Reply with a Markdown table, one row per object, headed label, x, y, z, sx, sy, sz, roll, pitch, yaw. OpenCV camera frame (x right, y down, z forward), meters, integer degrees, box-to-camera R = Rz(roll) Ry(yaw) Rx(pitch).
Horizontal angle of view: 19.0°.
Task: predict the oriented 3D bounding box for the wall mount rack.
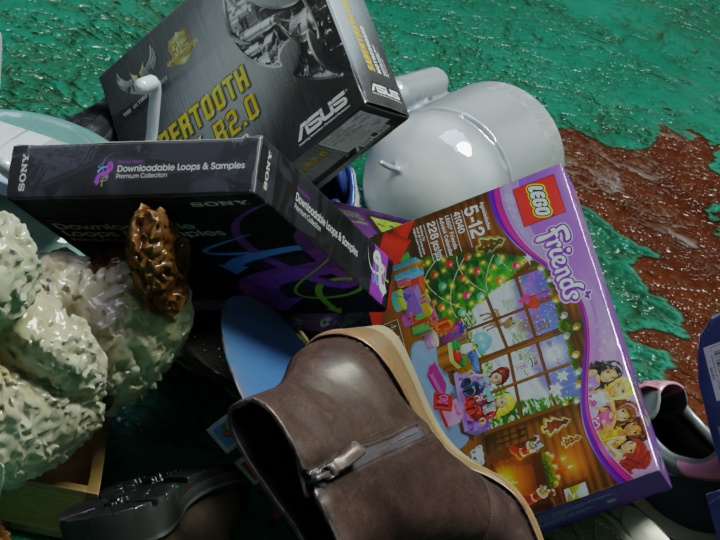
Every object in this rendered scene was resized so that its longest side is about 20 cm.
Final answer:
| label | x | y | z | sx | sy | sz | roll | pitch | yaw |
| --- | --- | --- | --- | --- | --- | --- | --- | --- | --- |
| wall mount rack | -0.208 | -0.078 | 1.233 | 0.199 | 0.075 | 0.174 | 18 | 30 | 18 |

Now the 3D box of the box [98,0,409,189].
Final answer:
| label | x | y | z | sx | sy | sz | roll | pitch | yaw |
| --- | --- | --- | --- | --- | --- | --- | --- | --- | --- |
| box | -0.074 | -0.115 | 1.419 | 0.048 | 0.200 | 0.159 | 11 | 51 | -49 |

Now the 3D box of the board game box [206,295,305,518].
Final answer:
| label | x | y | z | sx | sy | sz | roll | pitch | yaw |
| --- | --- | --- | --- | --- | --- | --- | --- | --- | --- |
| board game box | -0.028 | 0.106 | 1.178 | 0.200 | 0.039 | 0.158 | 52 | 13 | -15 |

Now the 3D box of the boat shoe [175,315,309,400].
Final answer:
| label | x | y | z | sx | sy | sz | roll | pitch | yaw |
| --- | --- | --- | --- | --- | --- | --- | --- | --- | --- |
| boat shoe | -0.093 | 0.026 | 1.301 | 0.201 | 0.072 | 0.060 | 37 | -12 | 22 |

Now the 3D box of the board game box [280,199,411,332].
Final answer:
| label | x | y | z | sx | sy | sz | roll | pitch | yaw |
| --- | --- | --- | --- | --- | --- | --- | --- | --- | --- |
| board game box | 0.000 | 0.000 | 1.355 | 0.199 | 0.032 | 0.120 | 13 | 27 | -46 |

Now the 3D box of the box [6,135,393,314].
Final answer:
| label | x | y | z | sx | sy | sz | roll | pitch | yaw |
| --- | --- | --- | --- | --- | --- | --- | --- | --- | --- |
| box | -0.082 | -0.020 | 1.163 | 0.142 | 0.036 | 0.200 | -1 | -20 | 21 |

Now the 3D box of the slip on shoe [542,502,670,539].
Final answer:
| label | x | y | z | sx | sy | sz | roll | pitch | yaw |
| --- | --- | --- | --- | --- | --- | --- | --- | --- | --- |
| slip on shoe | 0.127 | 0.149 | 1.232 | 0.200 | 0.061 | 0.076 | 45 | -5 | 24 |

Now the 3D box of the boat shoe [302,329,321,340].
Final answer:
| label | x | y | z | sx | sy | sz | roll | pitch | yaw |
| --- | --- | --- | --- | --- | --- | --- | --- | --- | --- |
| boat shoe | -0.080 | 0.020 | 1.364 | 0.199 | 0.072 | 0.076 | 20 | 38 | 8 |

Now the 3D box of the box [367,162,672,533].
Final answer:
| label | x | y | z | sx | sy | sz | roll | pitch | yaw |
| --- | --- | --- | --- | --- | --- | --- | --- | --- | --- |
| box | 0.083 | 0.052 | 1.230 | 0.136 | 0.039 | 0.201 | -21 | 63 | 11 |

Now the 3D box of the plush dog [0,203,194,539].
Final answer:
| label | x | y | z | sx | sy | sz | roll | pitch | yaw |
| --- | --- | --- | --- | --- | --- | --- | --- | --- | --- |
| plush dog | -0.159 | 0.044 | 1.102 | 0.171 | 0.200 | 0.161 | -30 | 90 | -32 |

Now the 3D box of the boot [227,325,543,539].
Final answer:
| label | x | y | z | sx | sy | sz | roll | pitch | yaw |
| --- | --- | --- | --- | --- | --- | --- | --- | --- | --- |
| boot | 0.015 | 0.128 | 1.094 | 0.201 | 0.072 | 0.166 | 59 | 27 | -1 |

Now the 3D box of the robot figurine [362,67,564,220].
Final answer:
| label | x | y | z | sx | sy | sz | roll | pitch | yaw |
| --- | --- | --- | --- | --- | --- | --- | --- | --- | --- |
| robot figurine | 0.075 | -0.072 | 1.569 | 0.170 | 0.113 | 0.200 | 55 | 34 | 2 |

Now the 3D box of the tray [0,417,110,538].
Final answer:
| label | x | y | z | sx | sy | sz | roll | pitch | yaw |
| --- | --- | --- | --- | --- | --- | --- | --- | --- | --- |
| tray | -0.191 | 0.077 | 1.221 | 0.098 | 0.037 | 0.200 | 12 | 25 | -7 |

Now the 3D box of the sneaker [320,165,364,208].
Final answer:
| label | x | y | z | sx | sy | sz | roll | pitch | yaw |
| --- | --- | --- | --- | --- | --- | --- | --- | --- | --- |
| sneaker | -0.024 | -0.049 | 1.503 | 0.075 | 0.089 | 0.200 | 11 | 25 | -6 |

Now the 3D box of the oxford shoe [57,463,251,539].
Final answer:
| label | x | y | z | sx | sy | sz | roll | pitch | yaw |
| --- | --- | --- | --- | --- | --- | --- | --- | --- | --- |
| oxford shoe | -0.100 | 0.147 | 1.105 | 0.072 | 0.085 | 0.200 | -13 | 2 | 16 |

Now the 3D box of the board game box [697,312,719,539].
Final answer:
| label | x | y | z | sx | sy | sz | roll | pitch | yaw |
| --- | --- | --- | --- | --- | --- | --- | --- | --- | --- |
| board game box | 0.283 | 0.122 | 1.268 | 0.199 | 0.062 | 0.201 | 2 | 70 | -47 |

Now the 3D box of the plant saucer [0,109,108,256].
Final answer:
| label | x | y | z | sx | sy | sz | roll | pitch | yaw |
| --- | --- | --- | --- | --- | --- | --- | --- | --- | --- |
| plant saucer | -0.218 | -0.062 | 1.327 | 0.200 | 0.039 | 0.201 | 7 | 24 | -3 |

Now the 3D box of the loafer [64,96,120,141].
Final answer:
| label | x | y | z | sx | sy | sz | roll | pitch | yaw |
| --- | --- | --- | --- | --- | --- | --- | --- | --- | --- |
| loafer | -0.210 | -0.075 | 1.471 | 0.070 | 0.068 | 0.201 | 27 | 30 | 2 |

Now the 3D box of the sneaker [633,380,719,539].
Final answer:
| label | x | y | z | sx | sy | sz | roll | pitch | yaw |
| --- | --- | --- | --- | --- | --- | --- | --- | --- | --- |
| sneaker | 0.165 | 0.090 | 1.336 | 0.070 | 0.082 | 0.200 | -15 | 39 | -44 |
